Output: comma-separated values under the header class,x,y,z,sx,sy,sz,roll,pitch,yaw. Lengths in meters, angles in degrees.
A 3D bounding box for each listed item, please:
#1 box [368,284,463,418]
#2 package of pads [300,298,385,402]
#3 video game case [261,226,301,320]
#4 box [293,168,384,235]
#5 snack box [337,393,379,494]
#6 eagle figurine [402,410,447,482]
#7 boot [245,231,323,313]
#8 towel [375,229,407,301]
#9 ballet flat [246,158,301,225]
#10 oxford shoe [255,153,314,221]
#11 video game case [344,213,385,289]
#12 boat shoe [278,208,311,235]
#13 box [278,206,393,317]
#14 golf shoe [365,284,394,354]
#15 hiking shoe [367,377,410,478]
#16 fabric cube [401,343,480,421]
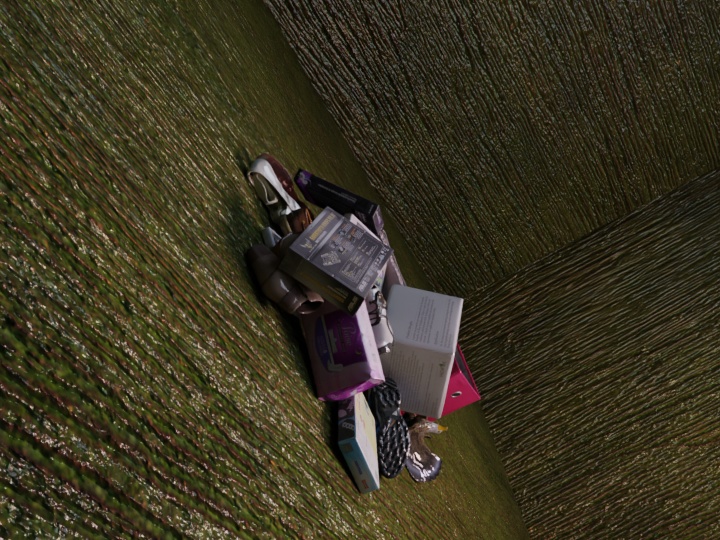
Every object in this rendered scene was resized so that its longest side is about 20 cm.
class,x,y,z,sx,sy,sz,roll,pitch,yaw
box,0.122,0.177,1.490,0.200,0.169,0.202,-68,168,-54
package of pads,-0.035,0.126,1.226,0.076,0.119,0.203,37,34,-61
video game case,-0.125,0.029,1.361,0.200,0.023,0.184,45,21,-58
box,-0.044,-0.151,1.497,0.198,0.036,0.143,28,-8,11
snack box,-0.005,0.291,1.228,0.201,0.037,0.118,-93,162,-66
eagle figurine,0.128,0.377,1.564,0.151,0.149,0.202,-40,143,-40
boot,-0.117,0.009,1.218,0.147,0.070,0.199,49,32,13
towel,0.019,0.027,1.641,0.032,0.191,0.202,17,42,-43
ballet flat,-0.179,-0.142,1.433,0.201,0.069,0.070,57,11,-13
oxford shoe,-0.178,-0.166,1.512,0.202,0.070,0.074,60,-17,-6
video game case,0.000,0.000,1.481,0.200,0.023,0.185,39,59,-56
boat shoe,-0.096,-0.038,1.406,0.202,0.067,0.072,61,10,-20
box,-0.038,-0.021,1.211,0.157,0.049,0.200,32,31,0
golf shoe,0.018,0.092,1.356,0.201,0.077,0.096,-102,174,-59
hiking shoe,0.054,0.324,1.369,0.087,0.073,0.203,119,-26,-57
fabric cube,0.170,0.263,1.766,0.197,0.197,0.202,51,15,-51
